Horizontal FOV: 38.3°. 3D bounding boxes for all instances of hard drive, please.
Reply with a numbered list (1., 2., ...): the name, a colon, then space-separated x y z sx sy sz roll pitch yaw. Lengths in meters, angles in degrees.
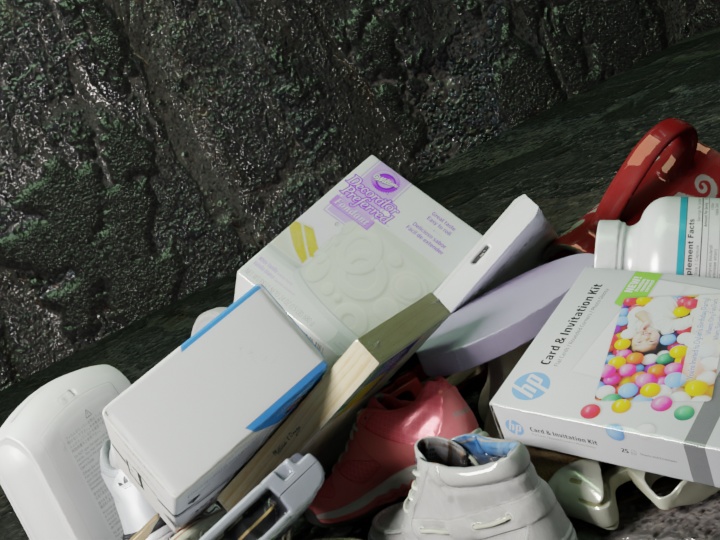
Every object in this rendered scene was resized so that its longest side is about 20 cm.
1. hard drive: 0.135 -0.002 1.013 0.132 0.026 0.200 -49 -15 6

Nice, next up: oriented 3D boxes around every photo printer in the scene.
1. photo printer: -0.259 0.200 1.003 0.069 0.202 0.166 -18 12 30

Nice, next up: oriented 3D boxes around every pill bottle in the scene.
1. pill bottle: 0.282 0.000 0.798 0.198 0.112 0.111 4 19 18

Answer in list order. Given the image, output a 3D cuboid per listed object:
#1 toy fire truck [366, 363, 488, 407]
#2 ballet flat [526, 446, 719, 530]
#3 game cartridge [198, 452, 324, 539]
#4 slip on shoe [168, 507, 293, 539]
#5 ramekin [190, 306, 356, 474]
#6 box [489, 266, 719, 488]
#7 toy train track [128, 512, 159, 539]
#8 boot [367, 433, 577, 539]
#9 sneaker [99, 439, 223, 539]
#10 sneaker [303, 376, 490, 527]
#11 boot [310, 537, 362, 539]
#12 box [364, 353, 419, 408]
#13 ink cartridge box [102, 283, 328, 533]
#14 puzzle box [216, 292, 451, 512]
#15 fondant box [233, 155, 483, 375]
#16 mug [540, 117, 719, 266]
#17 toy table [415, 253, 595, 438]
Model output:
1. toy fire truck: 0.075 0.109 1.007 0.199 0.049 0.141 -30 -3 -30
2. ballet flat: 0.186 0.134 0.698 0.198 0.068 0.073 -18 30 15
3. game cartridge: -0.110 0.216 0.731 0.200 0.041 0.133 -40 -7 -26
4. slip on shoe: -0.147 0.252 0.854 0.199 0.075 0.061 -32 8 -11
5. ramekin: -0.084 0.123 1.023 0.094 0.205 0.202 -17 5 -31
6. box: 0.208 0.065 0.685 0.199 0.041 0.156 5 41 42
7. toy train track: -0.179 0.233 0.741 0.115 0.033 0.200 -43 2 -10
8. boot: 0.061 0.159 0.734 0.073 0.096 0.199 -32 11 -38
9. sneaker: -0.177 0.198 0.969 0.074 0.116 0.200 -23 -8 7
10. sneaker: 0.020 0.147 0.857 0.199 0.087 0.073 -30 -8 35
11. boot: -0.076 0.250 0.681 0.198 0.073 0.155 -24 8 1
12. box: 0.012 0.038 1.129 0.121 0.201 0.107 -23 42 11
13. ink cartridge box: -0.113 0.114 0.802 0.146 0.084 0.200 -41 -10 -20
14. puzzle box: -0.020 0.105 0.817 0.200 0.025 0.133 -50 -12 29
15. fondant box: 0.000 0.000 0.968 0.200 0.144 0.058 -43 -18 -33
16. mug: 0.284 -0.049 1.076 0.199 0.179 0.133 -34 16 -23
17. toy table: 0.147 0.078 0.889 0.199 0.118 0.183 -29 10 -24
